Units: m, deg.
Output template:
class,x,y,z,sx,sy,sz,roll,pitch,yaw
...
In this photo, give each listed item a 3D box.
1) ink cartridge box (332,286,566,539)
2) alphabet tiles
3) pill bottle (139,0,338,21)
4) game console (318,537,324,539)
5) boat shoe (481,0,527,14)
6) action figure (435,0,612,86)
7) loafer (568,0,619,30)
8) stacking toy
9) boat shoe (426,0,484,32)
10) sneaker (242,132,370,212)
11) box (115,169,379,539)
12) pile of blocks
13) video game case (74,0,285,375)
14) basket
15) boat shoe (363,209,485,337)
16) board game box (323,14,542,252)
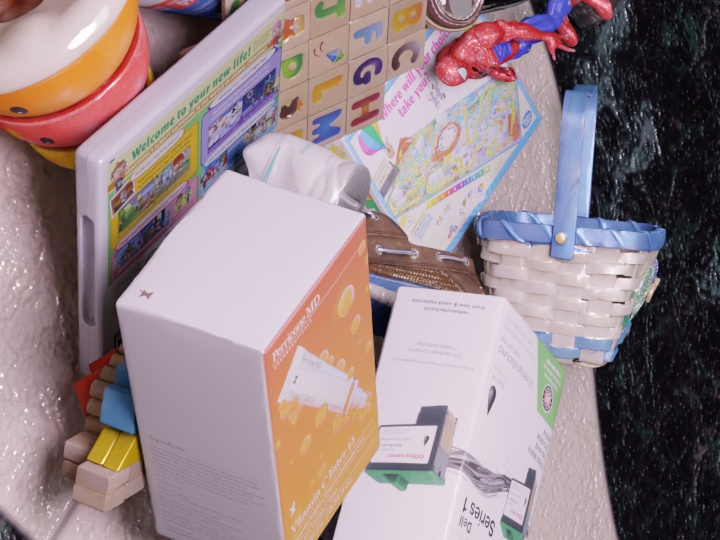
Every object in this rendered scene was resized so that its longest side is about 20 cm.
class,x,y,z,sx,sy,sz,roll,pitch,yaw
ink cartridge box,0.060,0.132,1.482,0.146,0.084,0.201,45,54,-58
alphabet tiles,-0.035,-0.140,1.463,0.200,0.006,0.167,-27,141,-27
pill bottle,-0.073,-0.216,1.450,0.200,0.112,0.113,4,82,-47
game console,-0.040,0.251,1.429,0.118,0.172,0.201,24,64,-16
boat shoe,0.056,-0.212,1.597,0.201,0.063,0.074,-19,144,-33
action figure,0.116,-0.168,1.643,0.200,0.065,0.052,-23,85,-48
loafer,0.216,-0.287,1.817,0.073,0.072,0.201,39,58,-40
stacking toy,-0.167,-0.109,1.337,0.200,0.146,0.146,59,45,-46
boat shoe,0.073,-0.265,1.530,0.072,0.072,0.201,4,96,-23
sneaker,-0.061,-0.002,1.431,0.070,0.080,0.201,-38,155,-58
box,-0.061,0.064,1.303,0.125,0.097,0.200,-54,152,-38
pile of blocks,-0.133,0.049,1.334,0.200,0.062,0.082,-60,156,-29
video game case,-0.111,-0.054,1.383,0.200,0.022,0.183,-47,154,-41
basket,0.157,-0.037,1.645,0.176,0.138,0.201,-35,125,-77
boat shoe,0.000,0.000,1.534,0.199,0.072,0.073,19,57,-35
board game box,0.052,-0.102,1.636,0.200,0.034,0.135,-54,124,-38
